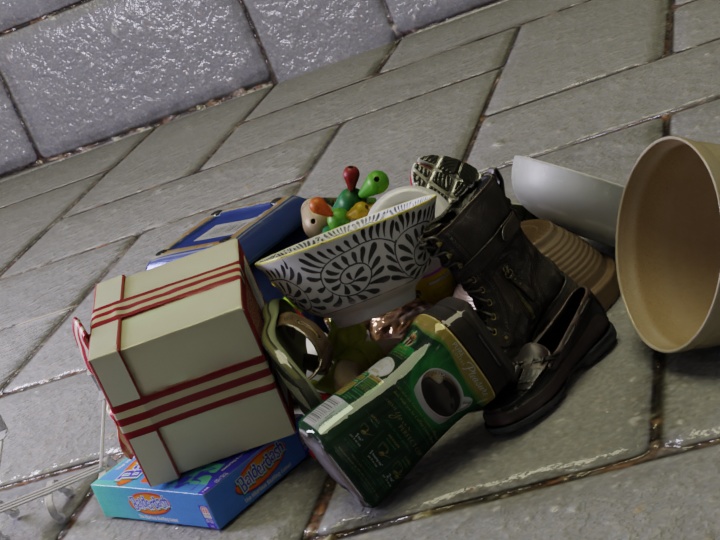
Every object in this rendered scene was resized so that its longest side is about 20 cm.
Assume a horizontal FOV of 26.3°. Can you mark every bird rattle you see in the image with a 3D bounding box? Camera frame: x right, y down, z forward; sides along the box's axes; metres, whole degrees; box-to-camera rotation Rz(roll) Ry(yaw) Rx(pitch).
[{"bbox_3d":[0.020,0.110,1.585,0.162,0.113,0.200,-7,20,-3],"label":"bird rattle"}]

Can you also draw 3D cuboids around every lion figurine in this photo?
[{"bbox_3d":[0.028,0.060,1.752,0.122,0.073,0.200,-25,16,-4],"label":"lion figurine"}]

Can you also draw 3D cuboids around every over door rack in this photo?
[{"bbox_3d":[-0.345,0.214,1.751,0.147,0.067,0.200,-22,38,2],"label":"over door rack"}]

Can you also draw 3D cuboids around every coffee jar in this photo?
[{"bbox_3d":[0.046,0.119,1.438,0.200,0.104,0.085,-40,19,-12],"label":"coffee jar"}]

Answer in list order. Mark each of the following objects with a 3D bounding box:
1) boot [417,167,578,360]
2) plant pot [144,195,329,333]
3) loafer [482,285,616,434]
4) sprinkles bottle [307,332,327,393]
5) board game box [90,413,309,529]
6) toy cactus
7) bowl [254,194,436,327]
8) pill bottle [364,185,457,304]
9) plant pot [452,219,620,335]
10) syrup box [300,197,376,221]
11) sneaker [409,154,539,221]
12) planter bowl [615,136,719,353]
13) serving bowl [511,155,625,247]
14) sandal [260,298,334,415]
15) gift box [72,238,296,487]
[{"bbox_3d":[0.115,0.019,1.546,0.200,0.174,0.069,-53,26,-17],"label":"boot"},{"bbox_3d":[-0.135,0.024,1.893,0.200,0.180,0.200,-9,21,40],"label":"plant pot"},{"bbox_3d":[0.176,0.085,1.508,0.072,0.063,0.200,-5,24,46],"label":"loafer"},{"bbox_3d":[-0.122,0.127,1.753,0.199,0.068,0.068,-17,18,18],"label":"sprinkles bottle"},{"bbox_3d":[-0.165,0.205,1.615,0.200,0.045,0.152,-5,24,46],"label":"board game box"},{"bbox_3d":[-0.044,-0.041,1.780,0.102,0.200,0.165,18,16,-23],"label":"toy cactus"},{"bbox_3d":[0.000,0.000,1.581,0.200,0.094,0.201,-20,4,2],"label":"bowl"},{"bbox_3d":[0.071,-0.017,1.756,0.104,0.105,0.200,-21,-20,5],"label":"pill bottle"},{"bbox_3d":[0.179,0.006,1.698,0.200,0.093,0.201,-21,16,6],"label":"plant pot"},{"bbox_3d":[-0.053,-0.052,2.067,0.081,0.079,0.200,-12,-4,29],"label":"syrup box"},{"bbox_3d":[0.135,-0.062,1.832,0.077,0.200,0.085,-62,12,-22],"label":"sneaker"},{"bbox_3d":[0.345,-0.023,1.449,0.134,0.201,0.200,1,11,-17],"label":"planter bowl"},{"bbox_3d":[0.260,-0.070,1.755,0.199,0.066,0.200,18,4,-1],"label":"serving bowl"},{"bbox_3d":[-0.059,0.072,1.526,0.057,0.080,0.201,-27,25,5],"label":"sandal"},{"bbox_3d":[-0.180,0.094,1.590,0.186,0.185,0.200,-20,22,2],"label":"gift box"}]
